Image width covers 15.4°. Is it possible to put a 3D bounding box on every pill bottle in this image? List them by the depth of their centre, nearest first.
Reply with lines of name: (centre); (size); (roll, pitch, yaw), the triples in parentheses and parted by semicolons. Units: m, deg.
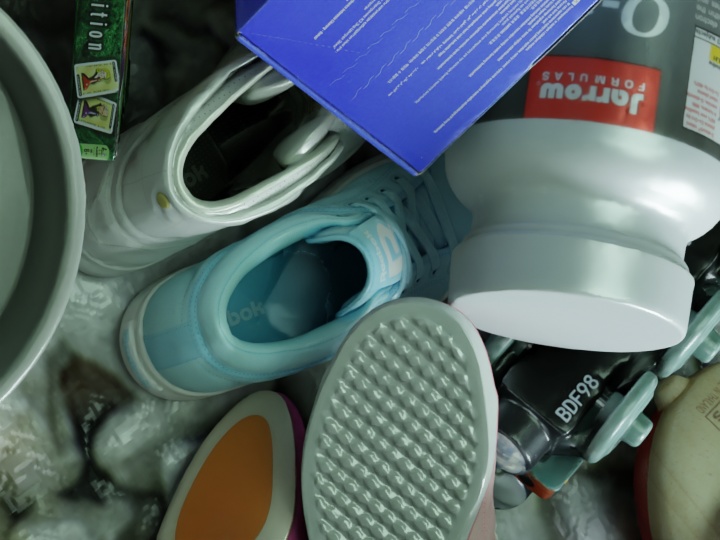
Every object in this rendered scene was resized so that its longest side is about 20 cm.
pill bottle: (0.096, -0.075, 1.059); (0.116, 0.116, 0.200); (17, 74, -30)

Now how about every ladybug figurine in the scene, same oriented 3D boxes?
ladybug figurine: (0.189, 0.126, 1.214); (0.136, 0.072, 0.200); (-43, 106, -30)

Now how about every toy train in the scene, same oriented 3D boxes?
toy train: (0.111, 0.022, 1.156); (0.085, 0.114, 0.200); (38, 64, 7)

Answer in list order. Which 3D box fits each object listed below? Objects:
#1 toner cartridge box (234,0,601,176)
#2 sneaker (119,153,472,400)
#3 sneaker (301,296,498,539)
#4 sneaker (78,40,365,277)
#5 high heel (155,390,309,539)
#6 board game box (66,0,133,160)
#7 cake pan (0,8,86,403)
toner cartridge box: (0.053, -0.134, 0.968); (0.095, 0.200, 0.043); (37, 24, -25)
sneaker: (0.000, 0.000, 1.107); (0.200, 0.082, 0.074); (-31, 101, -32)
sneaker: (0.021, 0.098, 1.083); (0.075, 0.105, 0.201); (4, 106, 10)
sneaker: (-0.023, -0.066, 1.082); (0.200, 0.116, 0.074); (-40, 103, -32)
high heel: (-0.036, 0.154, 1.084); (0.096, 0.067, 0.200); (36, 52, -50)
board game box: (-0.093, -0.151, 1.016); (0.023, 0.105, 0.200); (4, 107, -6)
cake pan: (-0.202, -0.024, 0.973); (0.200, 0.037, 0.201); (-3, 99, -17)
